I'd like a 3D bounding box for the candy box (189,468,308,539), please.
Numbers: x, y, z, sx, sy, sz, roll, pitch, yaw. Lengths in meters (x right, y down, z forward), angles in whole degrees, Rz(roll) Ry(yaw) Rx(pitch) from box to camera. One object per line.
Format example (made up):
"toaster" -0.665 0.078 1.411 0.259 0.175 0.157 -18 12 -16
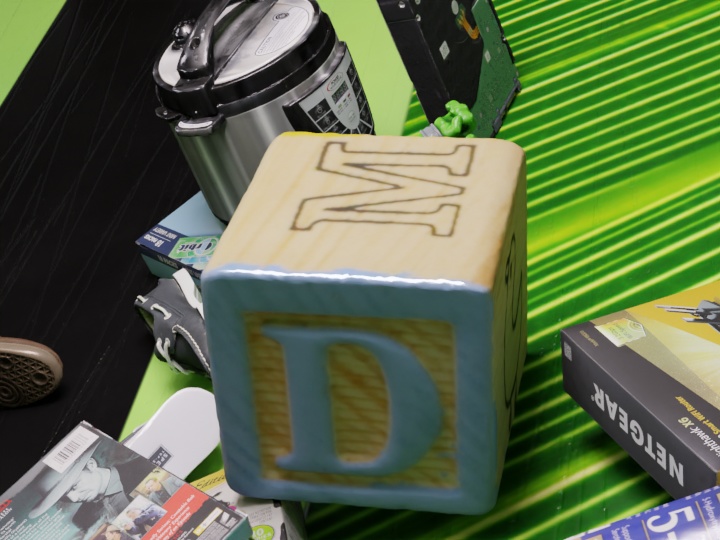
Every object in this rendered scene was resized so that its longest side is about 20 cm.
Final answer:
"candy box" -0.100 0.227 1.115 0.136 0.061 0.200 -23 31 4

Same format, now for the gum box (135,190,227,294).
"gum box" -0.088 -0.051 1.526 0.200 0.045 0.169 -40 35 -23

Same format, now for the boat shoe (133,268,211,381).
"boat shoe" -0.148 0.060 1.386 0.060 0.076 0.200 -29 20 -8

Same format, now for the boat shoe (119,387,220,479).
"boat shoe" -0.187 0.170 1.255 0.200 0.072 0.068 -47 2 -29

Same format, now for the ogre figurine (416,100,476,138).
"ogre figurine" 0.051 -0.041 1.358 0.119 0.098 0.201 -17 77 22

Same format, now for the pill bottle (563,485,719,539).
"pill bottle" 0.216 0.180 0.911 0.199 0.120 0.120 -21 32 7

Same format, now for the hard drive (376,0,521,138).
"hard drive" 0.084 -0.216 1.502 0.038 0.201 0.140 -4 38 33

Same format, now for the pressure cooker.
"pressure cooker" -0.091 -0.154 1.447 0.178 0.201 0.176 -26 31 -4

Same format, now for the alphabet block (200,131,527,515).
"alphabet block" 0.012 0.032 1.146 0.195 0.196 0.200 5 34 11

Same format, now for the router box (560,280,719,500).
"router box" 0.246 0.081 1.062 0.156 0.053 0.200 -16 29 -17

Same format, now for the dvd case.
"dvd case" -0.187 0.191 1.134 0.199 0.022 0.146 22 56 42

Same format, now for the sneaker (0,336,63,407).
"sneaker" -0.351 0.079 1.493 0.199 0.071 0.076 -6 35 26
